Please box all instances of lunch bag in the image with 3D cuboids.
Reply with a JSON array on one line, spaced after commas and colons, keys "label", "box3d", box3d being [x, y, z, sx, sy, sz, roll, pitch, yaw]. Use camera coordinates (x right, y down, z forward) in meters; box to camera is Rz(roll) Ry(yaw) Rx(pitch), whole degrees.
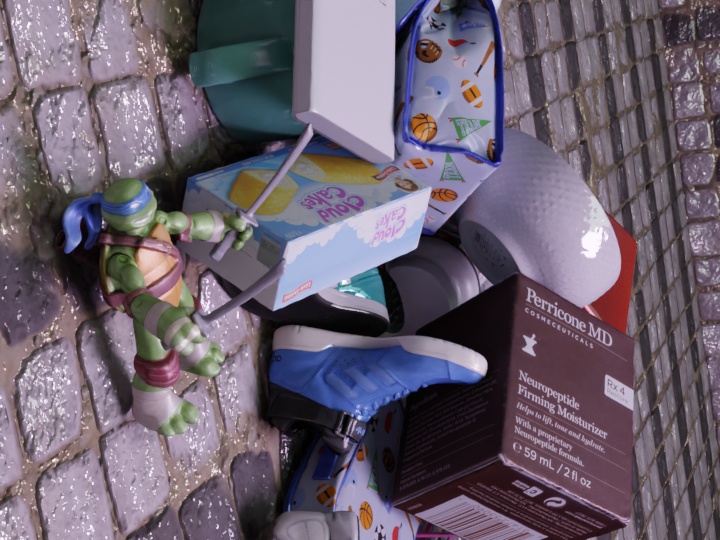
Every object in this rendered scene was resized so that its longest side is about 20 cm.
[{"label": "lunch bag", "box3d": [0.058, -0.165, 1.251, 0.123, 0.170, 0.202, 14, 65, -17]}, {"label": "lunch bag", "box3d": [-0.002, 0.211, 1.271, 0.161, 0.075, 0.201, 65, 31, -31]}]

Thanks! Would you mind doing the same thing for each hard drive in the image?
[{"label": "hard drive", "box3d": [-0.011, -0.207, 1.119, 0.132, 0.026, 0.202, 24, 63, -55]}]

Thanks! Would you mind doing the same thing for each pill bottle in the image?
[{"label": "pill bottle", "box3d": [0.088, 0.005, 1.459, 0.200, 0.115, 0.117, -44, 124, -60]}]

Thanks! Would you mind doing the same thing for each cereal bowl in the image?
[{"label": "cereal bowl", "box3d": [0.158, -0.036, 1.294, 0.083, 0.200, 0.201, -39, 129, -17]}]

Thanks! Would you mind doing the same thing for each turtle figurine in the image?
[{"label": "turtle figurine", "box3d": [-0.112, 0.022, 0.953, 0.145, 0.198, 0.195, -115, -160, -44]}]

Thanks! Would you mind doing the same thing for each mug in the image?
[{"label": "mug", "box3d": [-0.064, -0.185, 1.168, 0.186, 0.113, 0.153, -72, 147, -41]}]

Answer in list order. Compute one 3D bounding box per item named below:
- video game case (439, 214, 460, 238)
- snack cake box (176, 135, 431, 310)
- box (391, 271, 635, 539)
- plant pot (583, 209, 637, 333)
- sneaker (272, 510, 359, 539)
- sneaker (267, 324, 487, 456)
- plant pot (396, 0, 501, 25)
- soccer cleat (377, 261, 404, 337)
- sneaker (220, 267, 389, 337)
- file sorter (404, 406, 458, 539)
[{"label": "video game case", "box3d": [0.089, -0.131, 1.413, 0.182, 0.022, 0.202, 19, 54, -54]}, {"label": "snack cake box", "box3d": [-0.044, -0.047, 1.111, 0.199, 0.114, 0.068, -24, 137, -49]}, {"label": "box", "box3d": [0.150, 0.146, 1.262, 0.165, 0.164, 0.202, 28, 53, -25]}, {"label": "plant pot", "box3d": [0.222, -0.005, 1.687, 0.177, 0.198, 0.201, 51, 39, -32]}, {"label": "sneaker", "box3d": [-0.054, 0.303, 1.150, 0.075, 0.080, 0.202, -120, -141, -80]}, {"label": "sneaker", "box3d": [0.012, 0.116, 1.184, 0.077, 0.197, 0.113, 80, 16, -74]}, {"label": "plant pot", "box3d": [0.052, -0.333, 1.406, 0.133, 0.200, 0.203, 8, 74, -27]}, {"label": "soccer cleat", "box3d": [0.000, 0.000, 1.348, 0.068, 0.073, 0.201, 24, 41, -29]}, {"label": "sneaker", "box3d": [-0.052, -0.019, 1.203, 0.199, 0.083, 0.122, 26, 46, -45]}, {"label": "file sorter", "box3d": [0.111, 0.252, 1.445, 0.139, 0.124, 0.202, -54, 132, -54]}]
